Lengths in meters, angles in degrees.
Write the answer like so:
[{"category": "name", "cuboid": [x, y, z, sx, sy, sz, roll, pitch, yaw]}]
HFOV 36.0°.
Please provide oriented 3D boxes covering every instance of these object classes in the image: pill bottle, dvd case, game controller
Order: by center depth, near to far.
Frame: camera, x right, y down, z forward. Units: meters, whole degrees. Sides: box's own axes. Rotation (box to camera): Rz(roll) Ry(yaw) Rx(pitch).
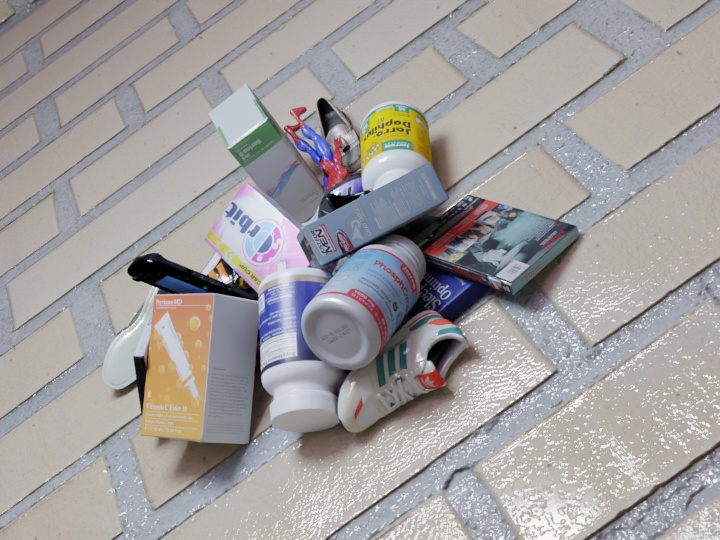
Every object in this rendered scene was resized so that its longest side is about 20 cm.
[{"category": "pill bottle", "cuboid": [0.012, 0.035, 1.450, 0.108, 0.109, 0.200, -8, 25, 32]}, {"category": "pill bottle", "cuboid": [-0.078, 0.107, 1.488, 0.115, 0.116, 0.201, -17, 63, 25]}, {"category": "dvd case", "cuboid": [0.176, -0.040, 1.515, 0.146, 0.022, 0.199, -39, 38, -29]}, {"category": "game controller", "cuboid": [-0.241, 0.025, 1.625, 0.104, 0.199, 0.042, -6, 64, 64]}, {"category": "dvd case", "cuboid": [-0.301, 0.120, 1.656, 0.017, 0.143, 0.200, 2, 36, 3]}, {"category": "pill bottle", "cuboid": [0.056, -0.163, 1.707, 0.112, 0.113, 0.201, -22, 39, 18]}]

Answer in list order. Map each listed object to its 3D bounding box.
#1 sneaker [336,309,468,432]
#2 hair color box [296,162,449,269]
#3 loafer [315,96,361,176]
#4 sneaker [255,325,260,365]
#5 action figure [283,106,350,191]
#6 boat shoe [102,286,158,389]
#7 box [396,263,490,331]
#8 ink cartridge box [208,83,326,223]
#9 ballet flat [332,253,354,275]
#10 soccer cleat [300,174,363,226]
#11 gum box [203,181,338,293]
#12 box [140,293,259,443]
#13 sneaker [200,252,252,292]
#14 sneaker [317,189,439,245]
[{"category": "sneaker", "cuboid": [0.056, 0.136, 1.422, 0.200, 0.070, 0.093, -43, 31, -13]}, {"category": "hair color box", "cuboid": [0.014, -0.072, 1.521, 0.199, 0.061, 0.099, -28, -1, -10]}, {"category": "loafer", "cuboid": [-0.041, -0.232, 1.899, 0.072, 0.063, 0.200, -33, 37, 6]}, {"category": "sneaker", "cuboid": [-0.162, 0.109, 1.640, 0.199, 0.078, 0.082, -10, 20, 35]}, {"category": "action figure", "cuboid": [-0.057, -0.186, 1.832, 0.200, 0.051, 0.066, 57, 136, 28]}, {"category": "boat shoe", "cuboid": [-0.347, 0.104, 1.790, 0.202, 0.072, 0.060, -59, 0, -10]}, {"category": "box", "cuboid": [0.091, 0.037, 1.535, 0.200, 0.032, 0.121, -42, 37, -5]}, {"category": "ink cartridge box", "cuboid": [-0.149, -0.186, 1.826, 0.087, 0.200, 0.145, -38, 38, 4]}, {"category": "ballet flat", "cuboid": [0.000, 0.000, 1.622, 0.071, 0.069, 0.201, -10, 41, 24]}, {"category": "soccer cleat", "cuboid": [-0.050, -0.067, 1.738, 0.200, 0.068, 0.073, -41, 49, -3]}, {"category": "gum box", "cuboid": [-0.140, -0.035, 1.687, 0.200, 0.066, 0.114, 42, 97, 30]}, {"category": "box", "cuboid": [-0.223, 0.137, 1.552, 0.124, 0.097, 0.201, -2, 80, 37]}, {"category": "sneaker", "cuboid": [-0.213, 0.029, 1.752, 0.090, 0.070, 0.201, -6, 45, 39]}, {"category": "sneaker", "cuboid": [0.033, -0.070, 1.604, 0.199, 0.080, 0.076, 2, 39, -1]}]
